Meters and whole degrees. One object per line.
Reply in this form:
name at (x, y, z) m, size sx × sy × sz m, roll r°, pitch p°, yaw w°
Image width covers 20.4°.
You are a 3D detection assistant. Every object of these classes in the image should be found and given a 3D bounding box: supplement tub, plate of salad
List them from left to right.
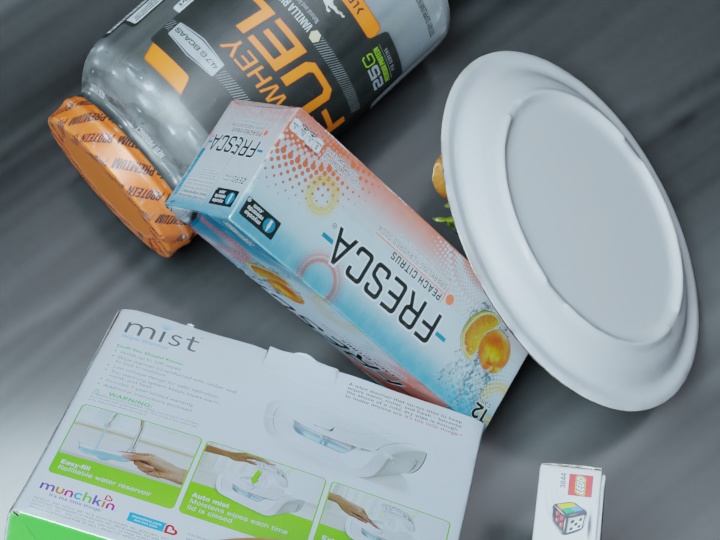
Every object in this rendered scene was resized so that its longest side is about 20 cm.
supplement tub at (-0.059, -0.108, 1.052) m, size 0.200 × 0.123 × 0.123 m, roll -44°, pitch 82°, yaw -11°
plate of salad at (0.105, -0.019, 1.036) m, size 0.199 × 0.048 × 0.202 m, roll 28°, pitch 48°, yaw -35°

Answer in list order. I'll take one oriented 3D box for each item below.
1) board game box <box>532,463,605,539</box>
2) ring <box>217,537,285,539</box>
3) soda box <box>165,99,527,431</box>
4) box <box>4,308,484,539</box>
board game box at (0.090, 0.210, 0.949) m, size 0.034 × 0.127 × 0.201 m, roll 5°, pitch 56°, yaw 7°
ring at (-0.033, 0.198, 0.887) m, size 0.198 × 0.019 × 0.202 m, roll 4°, pitch 119°, yaw 7°
soda box at (0.000, 0.000, 1.005) m, size 0.200 × 0.063 × 0.069 m, roll 41°, pitch 73°, yaw -32°
box at (-0.054, 0.124, 0.963) m, size 0.198 × 0.097 × 0.177 m, roll 17°, pitch 31°, yaw 1°
